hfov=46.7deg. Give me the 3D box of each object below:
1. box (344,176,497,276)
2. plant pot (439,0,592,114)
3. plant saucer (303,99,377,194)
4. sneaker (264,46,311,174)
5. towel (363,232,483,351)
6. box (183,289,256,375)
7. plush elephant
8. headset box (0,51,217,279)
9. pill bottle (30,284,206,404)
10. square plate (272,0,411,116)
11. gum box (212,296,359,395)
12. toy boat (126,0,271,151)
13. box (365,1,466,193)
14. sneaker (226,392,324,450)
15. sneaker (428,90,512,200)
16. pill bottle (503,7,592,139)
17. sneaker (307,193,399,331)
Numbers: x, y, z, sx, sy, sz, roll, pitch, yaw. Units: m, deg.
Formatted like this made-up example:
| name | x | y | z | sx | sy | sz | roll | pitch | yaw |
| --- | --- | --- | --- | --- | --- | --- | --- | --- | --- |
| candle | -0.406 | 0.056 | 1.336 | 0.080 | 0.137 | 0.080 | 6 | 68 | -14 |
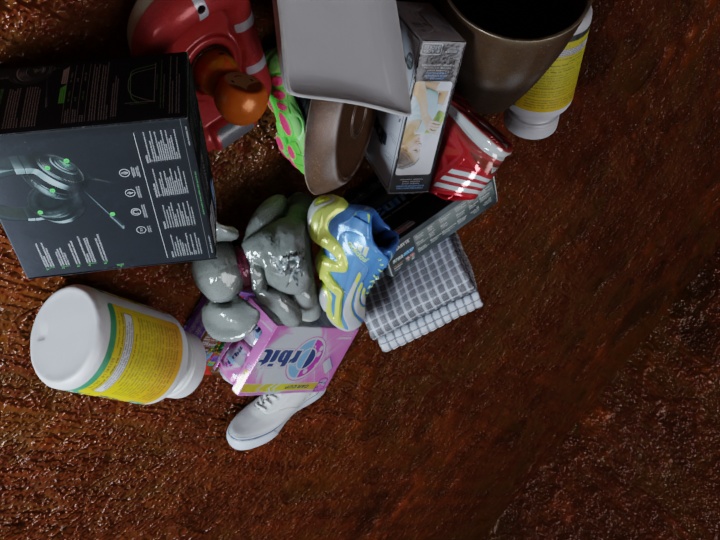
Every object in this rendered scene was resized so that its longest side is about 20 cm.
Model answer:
| name | x | y | z | sx | sy | sz | roll | pitch | yaw |
| --- | --- | --- | --- | --- | --- | --- | --- | --- | --- |
| box | 0.065 | -0.087 | 1.144 | 0.198 | 0.158 | 0.047 | -34 | 127 | -20 |
| plant pot | 0.177 | -0.297 | 1.061 | 0.186 | 0.187 | 0.201 | -35 | 161 | -19 |
| plant saucer | -0.014 | -0.183 | 0.970 | 0.200 | 0.034 | 0.205 | 17 | 89 | -78 |
| sneaker | -0.059 | -0.180 | 0.970 | 0.083 | 0.077 | 0.202 | -37 | 150 | -17 |
| towel | 0.067 | -0.006 | 1.177 | 0.163 | 0.202 | 0.086 | -28 | 136 | 11 |
| box | -0.161 | 0.084 | 1.168 | 0.199 | 0.039 | 0.138 | 14 | 113 | -56 |
| plush elephant | -0.135 | -0.005 | 1.014 | 0.200 | 0.151 | 0.169 | -51 | 136 | -84 |
| headset box | -0.239 | -0.090 | 0.756 | 0.195 | 0.094 | 0.176 | -7 | 139 | -4 |
| pill bottle | -0.272 | 0.094 | 0.969 | 0.113 | 0.113 | 0.199 | -51 | 150 | 6 |
| square plate | -0.026 | -0.265 | 0.861 | 0.028 | 0.203 | 0.198 | -13 | 174 | 39 |
| gum box | -0.103 | 0.107 | 1.161 | 0.198 | 0.066 | 0.115 | 8 | 116 | -55 |
| toy boat | -0.137 | -0.189 | 0.806 | 0.130 | 0.131 | 0.202 | -37 | 148 | -16 |
| box | 0.059 | -0.211 | 1.027 | 0.059 | 0.117 | 0.203 | -4 | 128 | -22 |
| sneaker | -0.134 | 0.201 | 1.315 | 0.199 | 0.072 | 0.072 | -37 | 140 | -35 |
| sneaker | 0.099 | -0.166 | 1.070 | 0.077 | 0.201 | 0.117 | 14 | 119 | -39 |
| pill bottle | 0.261 | -0.296 | 1.207 | 0.111 | 0.112 | 0.202 | -31 | 145 | -25 |
| sneaker | 0.000 | 0.000 | 1.026 | 0.076 | 0.103 | 0.203 | -63 | 148 | -42 |
